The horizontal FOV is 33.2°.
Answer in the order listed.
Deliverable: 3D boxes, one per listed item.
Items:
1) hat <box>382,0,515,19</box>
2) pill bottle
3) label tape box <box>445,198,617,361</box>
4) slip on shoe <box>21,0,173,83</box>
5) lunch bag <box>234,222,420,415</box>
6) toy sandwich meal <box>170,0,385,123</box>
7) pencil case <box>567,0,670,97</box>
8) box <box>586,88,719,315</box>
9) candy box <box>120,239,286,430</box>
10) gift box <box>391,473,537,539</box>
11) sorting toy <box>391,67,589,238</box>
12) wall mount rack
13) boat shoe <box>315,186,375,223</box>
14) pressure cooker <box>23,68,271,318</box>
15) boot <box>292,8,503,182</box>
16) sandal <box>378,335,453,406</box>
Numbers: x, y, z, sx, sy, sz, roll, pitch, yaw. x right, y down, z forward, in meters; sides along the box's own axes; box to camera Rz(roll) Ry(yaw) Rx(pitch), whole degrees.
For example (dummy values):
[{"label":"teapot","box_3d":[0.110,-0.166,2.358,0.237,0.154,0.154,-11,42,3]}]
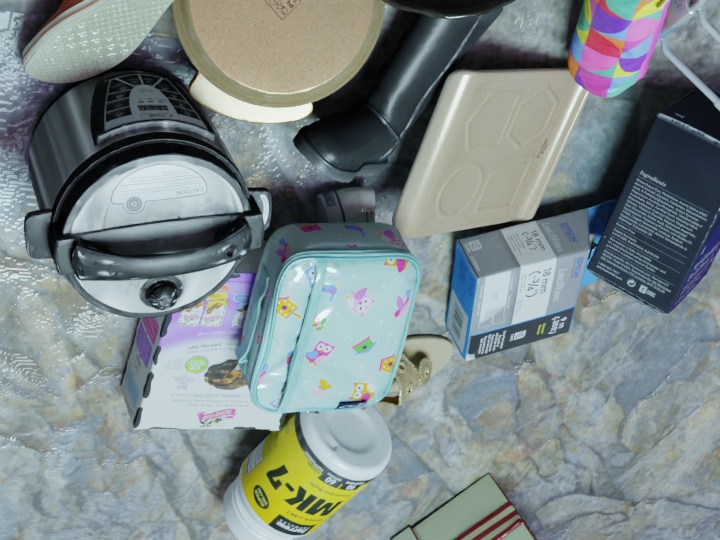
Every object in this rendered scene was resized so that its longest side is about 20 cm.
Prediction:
[{"label":"hat","box_3d":[0.066,-0.277,1.027,0.200,0.201,0.081,-13,159,-17]},{"label":"pill bottle","box_3d":[-0.064,0.225,1.342,0.114,0.115,0.200,14,135,-33]},{"label":"label tape box","box_3d":[0.202,0.011,1.351,0.199,0.063,0.145,-15,141,-14]},{"label":"slip on shoe","box_3d":[-0.205,-0.226,0.992,0.200,0.061,0.074,-39,146,24]},{"label":"lunch bag","box_3d":[-0.036,0.052,1.177,0.160,0.077,0.201,-1,123,-26]},{"label":"toy sandwich meal","box_3d":[-0.073,-0.228,1.043,0.204,0.070,0.206,-3,105,-12]},{"label":"pencil case","box_3d":[0.248,-0.242,1.128,0.088,0.089,0.200,-23,162,-8]},{"label":"box","box_3d":[0.348,-0.078,1.301,0.148,0.104,0.201,-31,147,-52]},{"label":"candy box","box_3d":[-0.139,0.067,1.237,0.167,0.072,0.201,5,122,-29]},{"label":"gift box","box_3d":[0.166,0.420,1.582,0.186,0.185,0.200,-35,126,0]},{"label":"sorting toy","box_3d":[0.131,-0.124,1.225,0.200,0.036,0.186,-7,129,-41]},{"label":"wall mount rack","box_3d":[0.326,-0.237,1.135,0.074,0.200,0.175,-7,88,-3]},{"label":"boat shoe","box_3d":[0.000,0.000,1.259,0.070,0.071,0.201,-15,123,-12]},{"label":"pressure cooker","box_3d":[-0.183,-0.059,1.032,0.176,0.200,0.179,-41,131,9]},{"label":"boot","box_3d":[0.036,-0.178,1.101,0.200,0.066,0.165,-50,171,19]},{"label":"sandal","box_3d":[0.022,0.130,1.364,0.211,0.070,0.078,-5,127,-23]}]
